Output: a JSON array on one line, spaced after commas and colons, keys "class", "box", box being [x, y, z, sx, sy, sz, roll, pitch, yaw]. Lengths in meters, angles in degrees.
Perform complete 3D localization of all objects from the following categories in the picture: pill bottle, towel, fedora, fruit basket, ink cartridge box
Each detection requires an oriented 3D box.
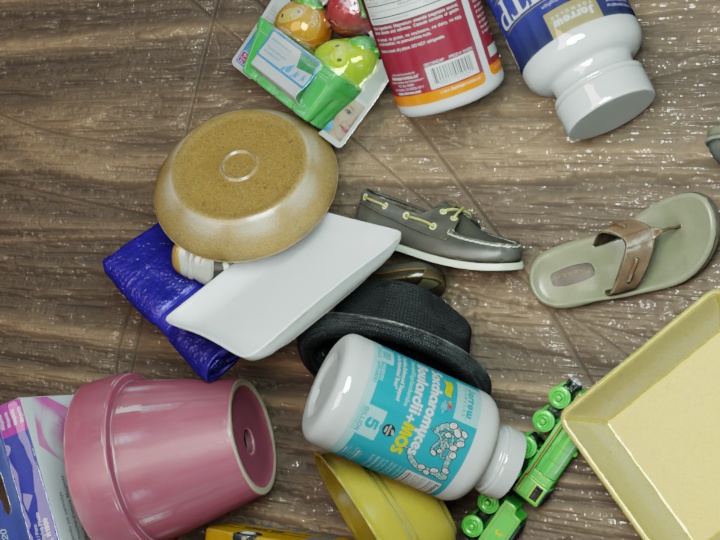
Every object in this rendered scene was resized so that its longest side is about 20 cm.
[{"class": "pill bottle", "box": [0.196, -0.232, 1.296, 0.119, 0.120, 0.201, -32, 72, 27]}, {"class": "pill bottle", "box": [0.061, -0.261, 1.343, 0.113, 0.113, 0.201, -10, 109, 31]}, {"class": "towel", "box": [-0.171, 0.014, 1.506, 0.200, 0.147, 0.050, 42, 152, 26]}, {"class": "fedora", "box": [0.040, 0.069, 1.374, 0.200, 0.201, 0.092, -5, 52, 31]}, {"class": "fruit basket", "box": [-0.029, -0.258, 1.452, 0.185, 0.094, 0.200, 40, 105, 27]}, {"class": "pill bottle", "box": [0.054, 0.146, 1.291, 0.199, 0.111, 0.111, 24, 104, -12]}, {"class": "ink cartridge box", "box": [-0.340, 0.239, 1.557, 0.043, 0.200, 0.197, -27, 75, 28]}]

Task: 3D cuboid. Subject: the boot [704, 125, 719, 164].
[{"class": "boot", "box": [0.359, -0.016, 1.195, 0.181, 0.073, 0.201, 19, 89, 31]}]

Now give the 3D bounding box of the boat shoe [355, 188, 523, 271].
[{"class": "boat shoe", "box": [0.076, -0.041, 1.388, 0.201, 0.072, 0.061, 12, 98, 34]}]

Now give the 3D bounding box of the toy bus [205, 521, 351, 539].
[{"class": "toy bus", "box": [-0.076, 0.313, 1.462, 0.199, 0.078, 0.065, 1, 88, 32]}]

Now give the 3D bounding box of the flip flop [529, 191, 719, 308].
[{"class": "flip flop", "box": [0.243, -0.015, 1.292, 0.199, 0.057, 0.081, -19, 78, 30]}]

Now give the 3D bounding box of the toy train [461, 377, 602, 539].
[{"class": "toy train", "box": [0.169, 0.195, 1.341, 0.056, 0.042, 0.200, 37, 106, 17]}]

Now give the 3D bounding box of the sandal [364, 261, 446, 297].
[{"class": "sandal", "box": [0.000, 0.000, 1.433, 0.199, 0.082, 0.055, -5, 65, 35]}]

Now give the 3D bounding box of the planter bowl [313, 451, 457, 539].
[{"class": "planter bowl", "box": [0.039, 0.247, 1.366, 0.083, 0.201, 0.201, -30, 69, -11]}]

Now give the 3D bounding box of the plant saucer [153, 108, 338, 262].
[{"class": "plant saucer", "box": [-0.124, -0.101, 1.436, 0.199, 0.035, 0.201, -5, 57, 7]}]

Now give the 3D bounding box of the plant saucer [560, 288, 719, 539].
[{"class": "plant saucer", "box": [0.315, 0.153, 1.243, 0.200, 0.048, 0.200, -42, 67, 19]}]

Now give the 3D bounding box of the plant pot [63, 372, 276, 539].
[{"class": "plant pot", "box": [-0.196, 0.198, 1.489, 0.178, 0.200, 0.201, -15, 80, 14]}]

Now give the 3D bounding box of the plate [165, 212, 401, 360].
[{"class": "plate", "box": [-0.075, 0.017, 1.361, 0.200, 0.199, 0.032, 16, 140, 58]}]

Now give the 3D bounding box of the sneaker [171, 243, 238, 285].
[{"class": "sneaker", "box": [-0.121, -0.064, 1.494, 0.087, 0.076, 0.200, 28, 72, 8]}]
